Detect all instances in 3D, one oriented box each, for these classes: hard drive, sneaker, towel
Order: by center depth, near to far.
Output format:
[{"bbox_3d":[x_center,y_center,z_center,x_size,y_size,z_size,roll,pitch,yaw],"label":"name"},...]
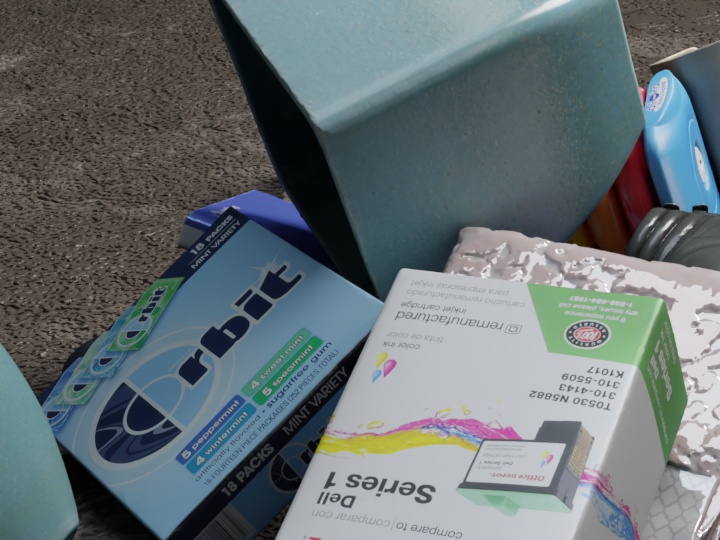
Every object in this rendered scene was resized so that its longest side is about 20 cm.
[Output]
[{"bbox_3d":[0.112,0.065,1.298,0.199,0.032,0.191,12,55,23],"label":"towel"},{"bbox_3d":[0.228,-0.019,1.448,0.099,0.071,0.200,21,34,37],"label":"sneaker"},{"bbox_3d":[0.000,0.000,1.564,0.199,0.025,0.132,20,14,13],"label":"hard drive"}]

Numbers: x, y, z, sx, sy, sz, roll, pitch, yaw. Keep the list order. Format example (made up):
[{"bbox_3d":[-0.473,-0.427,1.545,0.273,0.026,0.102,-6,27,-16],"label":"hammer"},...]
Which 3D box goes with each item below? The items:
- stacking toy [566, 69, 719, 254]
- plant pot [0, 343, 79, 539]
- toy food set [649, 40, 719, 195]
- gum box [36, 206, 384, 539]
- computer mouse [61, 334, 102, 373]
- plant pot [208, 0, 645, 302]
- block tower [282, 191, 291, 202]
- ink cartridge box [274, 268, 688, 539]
[{"bbox_3d":[0.116,-0.043,1.541,0.199,0.110,0.116,-13,25,19],"label":"stacking toy"},{"bbox_3d":[-0.215,0.119,1.191,0.135,0.200,0.200,36,27,2],"label":"plant pot"},{"bbox_3d":[0.248,-0.081,1.621,0.060,0.144,0.200,-22,2,2],"label":"toy food set"},{"bbox_3d":[-0.077,0.063,1.365,0.170,0.045,0.200,-46,33,-9],"label":"gum box"},{"bbox_3d":[-0.085,0.059,1.512,0.199,0.034,0.059,1,20,7],"label":"computer mouse"},{"bbox_3d":[0.049,-0.109,1.442,0.200,0.197,0.196,-27,44,-7],"label":"plant pot"},{"bbox_3d":[0.000,-0.104,1.759,0.058,0.054,0.200,9,63,25],"label":"block tower"},{"bbox_3d":[0.058,0.104,1.193,0.144,0.084,0.200,7,49,24],"label":"ink cartridge box"}]
